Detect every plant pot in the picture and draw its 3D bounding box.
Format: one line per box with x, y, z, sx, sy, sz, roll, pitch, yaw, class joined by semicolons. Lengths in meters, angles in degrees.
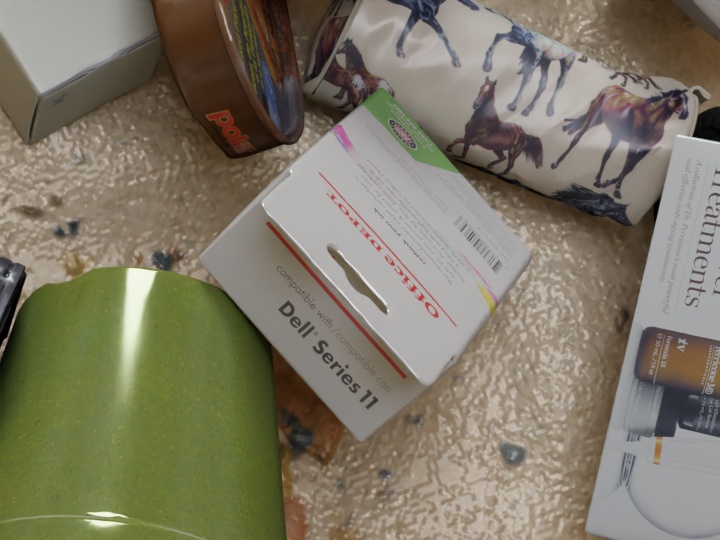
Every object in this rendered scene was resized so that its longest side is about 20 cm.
-0.108;0.108;1.197;0.198;0.200;0.191;10;57;-10;plant pot

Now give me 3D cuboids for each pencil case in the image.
0.073;-0.093;1.357;0.199;0.078;0.090;23;86;-5;pencil case

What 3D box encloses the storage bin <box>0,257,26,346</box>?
-0.230;0.083;1.186;0.093;0.135;0.201;22;67;-5;storage bin

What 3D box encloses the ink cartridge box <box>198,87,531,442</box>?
0.000;0.000;1.243;0.117;0.067;0.200;48;24;-2;ink cartridge box

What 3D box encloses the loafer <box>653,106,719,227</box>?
0.209;0.014;1.366;0.071;0.073;0.202;0;70;-44;loafer

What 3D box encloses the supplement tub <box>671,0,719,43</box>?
0.220;-0.223;1.368;0.144;0.144;0.200;43;95;4;supplement tub

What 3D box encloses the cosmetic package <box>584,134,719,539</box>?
0.204;0.048;1.287;0.150;0.052;0.202;12;87;21;cosmetic package

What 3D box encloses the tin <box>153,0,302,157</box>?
-0.071;-0.149;1.307;0.042;0.112;0.201;-15;60;10;tin

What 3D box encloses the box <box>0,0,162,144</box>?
-0.182;-0.171;1.327;0.082;0.068;0.201;-28;80;-21;box
